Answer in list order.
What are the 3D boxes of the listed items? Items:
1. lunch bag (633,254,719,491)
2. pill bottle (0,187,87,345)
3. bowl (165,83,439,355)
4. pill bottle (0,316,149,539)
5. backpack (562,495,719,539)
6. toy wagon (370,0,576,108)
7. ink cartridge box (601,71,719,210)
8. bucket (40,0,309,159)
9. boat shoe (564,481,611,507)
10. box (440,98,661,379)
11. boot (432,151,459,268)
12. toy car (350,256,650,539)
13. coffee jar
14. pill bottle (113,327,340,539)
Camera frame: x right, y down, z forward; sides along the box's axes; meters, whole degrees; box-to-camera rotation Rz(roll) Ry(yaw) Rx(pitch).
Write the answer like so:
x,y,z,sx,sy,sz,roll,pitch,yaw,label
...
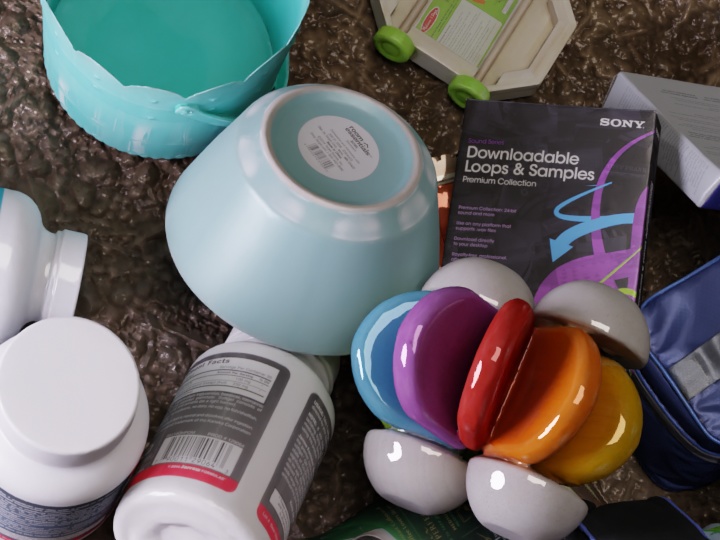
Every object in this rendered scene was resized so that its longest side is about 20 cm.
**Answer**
x,y,z,sx,sy,sz,roll,pitch,yaw,label
0.284,0.058,1.638,0.200,0.132,0.136,-30,80,-21,lunch bag
-0.291,-0.010,1.531,0.199,0.111,0.111,11,68,-9,pill bottle
-0.026,-0.051,1.542,0.200,0.105,0.201,10,49,-12,bowl
-0.201,0.104,1.463,0.119,0.200,0.120,4,70,-12,pill bottle
0.203,0.265,1.482,0.147,0.183,0.201,-1,101,-15,backpack
0.069,-0.220,1.738,0.200,0.040,0.155,33,66,0,toy wagon
0.307,-0.074,1.656,0.199,0.041,0.200,6,29,-31,ink cartridge box
-0.137,-0.188,1.615,0.207,0.135,0.208,4,67,-9,bucket
0.144,0.141,1.603,0.202,0.075,0.075,44,69,5,boat shoe
0.132,-0.022,1.591,0.143,0.036,0.201,4,72,13,box
0.130,-0.042,1.675,0.199,0.075,0.108,-13,79,-11,boot
0.079,0.072,1.459,0.200,0.150,0.175,13,74,35,toy car
0.018,0.207,1.542,0.200,0.085,0.104,-27,74,-22,coffee jar
-0.082,0.119,1.517,0.111,0.111,0.200,28,45,-3,pill bottle
